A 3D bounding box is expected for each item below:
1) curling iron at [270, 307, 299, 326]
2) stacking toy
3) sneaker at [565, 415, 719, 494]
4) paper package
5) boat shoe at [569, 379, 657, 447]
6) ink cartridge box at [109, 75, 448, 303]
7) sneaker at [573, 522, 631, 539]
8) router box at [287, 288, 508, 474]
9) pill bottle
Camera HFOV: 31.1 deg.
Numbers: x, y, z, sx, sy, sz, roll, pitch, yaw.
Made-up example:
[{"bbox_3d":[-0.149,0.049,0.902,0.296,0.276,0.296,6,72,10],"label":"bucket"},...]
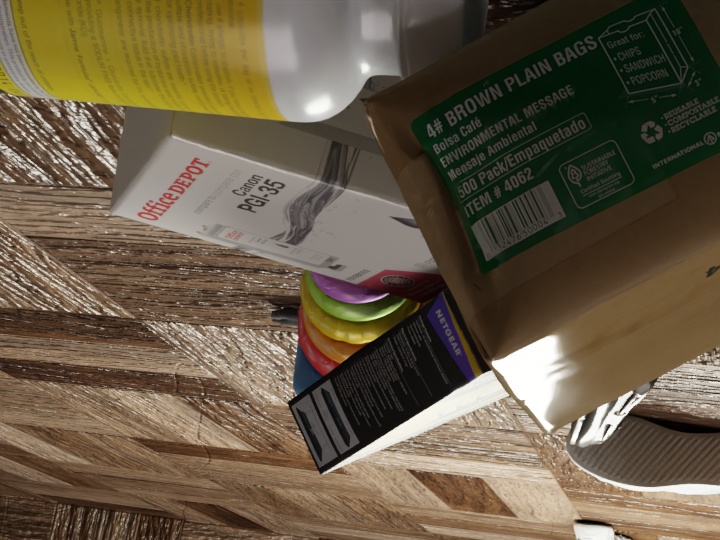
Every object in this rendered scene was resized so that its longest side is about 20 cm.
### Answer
[{"bbox_3d":[0.011,0.046,1.085,0.198,0.026,0.050,1,157,26],"label":"curling iron"},{"bbox_3d":[0.000,0.000,0.866,0.108,0.117,0.201,1,147,8],"label":"stacking toy"},{"bbox_3d":[0.303,0.197,1.317,0.198,0.075,0.082,10,159,3],"label":"sneaker"},{"bbox_3d":[0.123,-0.039,0.483,0.199,0.104,0.191,-28,160,6],"label":"paper package"},{"bbox_3d":[0.217,0.114,1.119,0.056,0.068,0.200,12,159,8],"label":"boat shoe"},{"bbox_3d":[-0.020,-0.058,0.688,0.198,0.084,0.146,15,162,-19],"label":"ink cartridge box"},{"bbox_3d":[0.384,0.454,2.057,0.074,0.082,0.200,-3,160,29],"label":"sneaker"},{"bbox_3d":[0.076,0.048,0.798,0.199,0.053,0.157,-16,164,-44],"label":"router box"},{"bbox_3d":[-0.054,-0.115,0.483,0.198,0.113,0.112,7,162,11],"label":"pill bottle"}]
